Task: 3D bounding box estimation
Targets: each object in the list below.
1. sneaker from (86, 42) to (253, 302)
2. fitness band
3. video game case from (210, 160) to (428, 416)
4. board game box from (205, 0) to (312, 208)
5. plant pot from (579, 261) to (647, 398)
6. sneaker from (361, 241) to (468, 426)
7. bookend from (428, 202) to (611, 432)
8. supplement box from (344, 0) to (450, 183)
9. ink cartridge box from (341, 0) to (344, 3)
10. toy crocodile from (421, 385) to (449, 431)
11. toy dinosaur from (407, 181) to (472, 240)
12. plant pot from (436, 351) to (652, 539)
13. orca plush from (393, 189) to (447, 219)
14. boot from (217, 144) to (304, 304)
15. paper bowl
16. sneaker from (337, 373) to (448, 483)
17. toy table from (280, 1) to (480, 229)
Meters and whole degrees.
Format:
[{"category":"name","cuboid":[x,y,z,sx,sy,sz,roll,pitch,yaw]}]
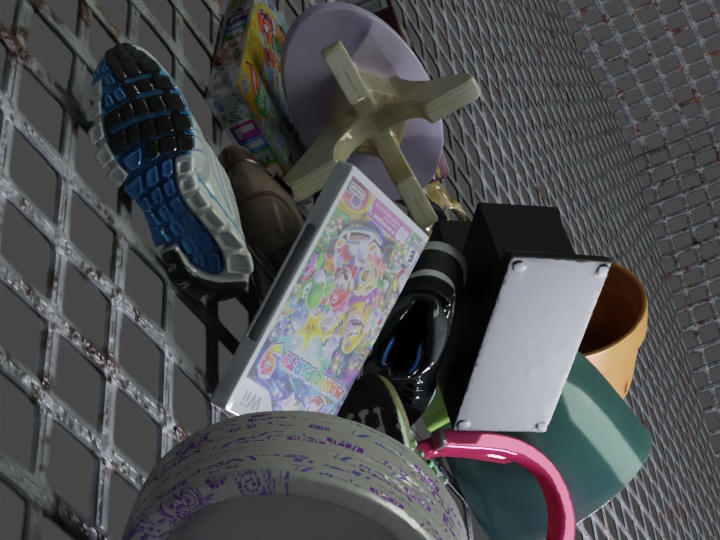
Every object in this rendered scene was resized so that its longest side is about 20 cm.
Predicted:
[{"category":"sneaker","cuboid":[-0.137,-0.077,1.054,0.087,0.075,0.201,-92,163,-60]},{"category":"fitness band","cuboid":[0.113,0.220,1.326,0.199,0.037,0.144,10,63,-32]},{"category":"video game case","cuboid":[-0.026,0.033,1.107,0.201,0.018,0.143,-62,147,-7]},{"category":"board game box","cuboid":[-0.084,-0.163,1.342,0.135,0.034,0.200,58,21,-32]},{"category":"plant pot","cuboid":[0.274,0.096,1.872,0.200,0.199,0.140,-88,167,-51]},{"category":"sneaker","cuboid":[0.032,0.080,1.257,0.112,0.073,0.201,-60,167,-56]},{"category":"bookend","cuboid":[0.126,0.006,1.312,0.200,0.092,0.199,-106,-156,-49]},{"category":"supplement box","cuboid":[0.033,-0.189,1.512,0.109,0.061,0.200,66,8,-46]},{"category":"ink cartridge box","cuboid":[-0.019,-0.156,1.422,0.095,0.037,0.201,-80,165,-63]},{"category":"toy crocodile","cuboid":[0.054,0.063,1.441,0.062,0.067,0.201,30,39,-52]},{"category":"toy dinosaur","cuboid":[0.085,-0.087,1.716,0.101,0.058,0.200,56,22,-32]},{"category":"plant pot","cuboid":[0.169,0.154,1.480,0.161,0.200,0.201,56,20,-9]},{"category":"orca plush","cuboid":[0.036,-0.111,1.573,0.200,0.105,0.071,53,-34,35]},{"category":"boot","cuboid":[-0.062,-0.007,1.188,0.200,0.070,0.147,78,-13,-55]},{"category":"paper bowl","cuboid":[-0.036,0.169,0.835,0.201,0.200,0.104,61,17,-22]},{"category":"sneaker","cuboid":[0.037,0.179,1.229,0.089,0.077,0.201,-27,104,-58]},{"category":"toy table","cuboid":[0.012,-0.131,1.274,0.200,0.184,0.117,46,10,-26]}]
